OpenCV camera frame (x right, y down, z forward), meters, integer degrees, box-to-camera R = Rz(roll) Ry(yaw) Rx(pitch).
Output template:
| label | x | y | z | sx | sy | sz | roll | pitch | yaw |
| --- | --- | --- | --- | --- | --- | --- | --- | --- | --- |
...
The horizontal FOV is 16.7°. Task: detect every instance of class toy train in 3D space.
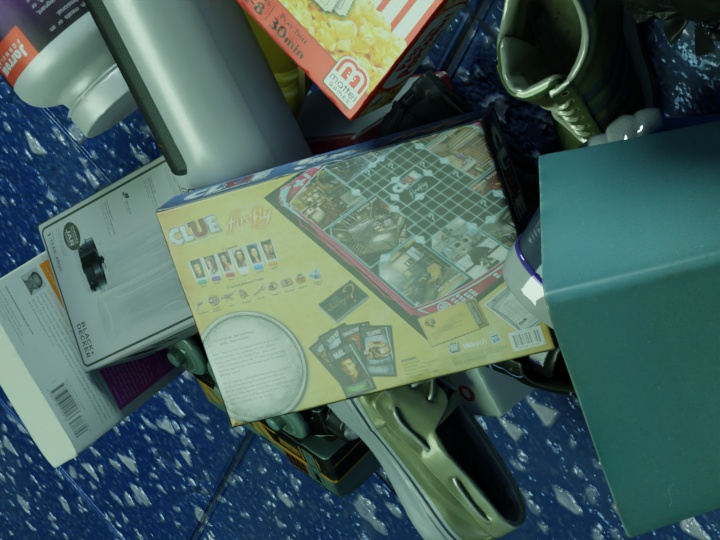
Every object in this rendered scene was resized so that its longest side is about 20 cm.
| label | x | y | z | sx | sy | sz | roll | pitch | yaw |
| --- | --- | --- | --- | --- | --- | --- | --- | --- | --- |
| toy train | -0.062 | 0.082 | 1.767 | 0.200 | 0.085 | 0.114 | 30 | 154 | 36 |

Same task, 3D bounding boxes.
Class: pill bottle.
| label | x | y | z | sx | sy | sz | roll | pitch | yaw |
| --- | --- | --- | --- | --- | --- | --- | --- | --- | --- |
| pill bottle | -0.217 | -0.189 | 1.644 | 0.200 | 0.112 | 0.112 | 51 | 152 | 4 |

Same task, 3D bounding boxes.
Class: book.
| label | x | y | z | sx | sy | sz | roll | pitch | yaw |
| --- | --- | --- | --- | --- | --- | --- | --- | --- | --- |
| book | -0.195 | 0.043 | 1.780 | 0.048 | 0.200 | 0.134 | -28 | 95 | 32 |

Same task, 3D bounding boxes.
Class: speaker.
| label | x | y | z | sx | sy | sz | roll | pitch | yaw |
| --- | --- | --- | --- | --- | --- | --- | --- | --- | --- |
| speaker | -0.099 | -0.126 | 1.401 | 0.081 | 0.081 | 0.200 | 6 | 128 | 53 |

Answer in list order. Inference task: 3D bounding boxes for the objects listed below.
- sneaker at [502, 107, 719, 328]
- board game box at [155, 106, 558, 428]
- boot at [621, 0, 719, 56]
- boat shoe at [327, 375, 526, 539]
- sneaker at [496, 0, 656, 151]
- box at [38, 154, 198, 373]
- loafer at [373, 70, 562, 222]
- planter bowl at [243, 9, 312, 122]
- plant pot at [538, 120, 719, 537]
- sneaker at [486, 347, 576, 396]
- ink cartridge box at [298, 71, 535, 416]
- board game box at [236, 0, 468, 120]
| label | x | y | z | sx | sy | sz | roll | pitch | yaw |
| --- | --- | --- | --- | --- | --- | --- | --- | --- | --- |
| sneaker | 0.189 | -0.008 | 1.287 | 0.200 | 0.081 | 0.146 | 27 | 122 | -19 |
| board game box | 0.000 | 0.000 | 1.366 | 0.200 | 0.035 | 0.136 | -14 | 102 | 20 |
| boot | 0.172 | -0.187 | 1.124 | 0.162 | 0.073 | 0.198 | 25 | 140 | 50 |
| boat shoe | 0.033 | 0.081 | 1.474 | 0.062 | 0.072 | 0.200 | -22 | 111 | 34 |
| sneaker | 0.104 | -0.111 | 1.280 | 0.067 | 0.090 | 0.200 | 34 | 147 | 29 |
| box | -0.128 | -0.013 | 1.684 | 0.200 | 0.060 | 0.117 | -26 | 80 | 46 |
| loafer | 0.103 | -0.043 | 1.385 | 0.200 | 0.070 | 0.068 | 31 | 176 | 7 |
| planter bowl | -0.076 | -0.181 | 1.475 | 0.200 | 0.083 | 0.200 | 37 | 149 | 27 |
| plant pot | 0.201 | 0.011 | 1.159 | 0.200 | 0.141 | 0.141 | -14 | 119 | 12 |
| sneaker | 0.074 | 0.019 | 1.403 | 0.200 | 0.070 | 0.078 | 17 | -166 | -11 |
| ink cartridge box | 0.030 | -0.013 | 1.512 | 0.146 | 0.083 | 0.200 | -3 | 120 | 56 |
| board game box | 0.008 | -0.202 | 1.285 | 0.152 | 0.046 | 0.200 | 46 | 125 | 11 |
